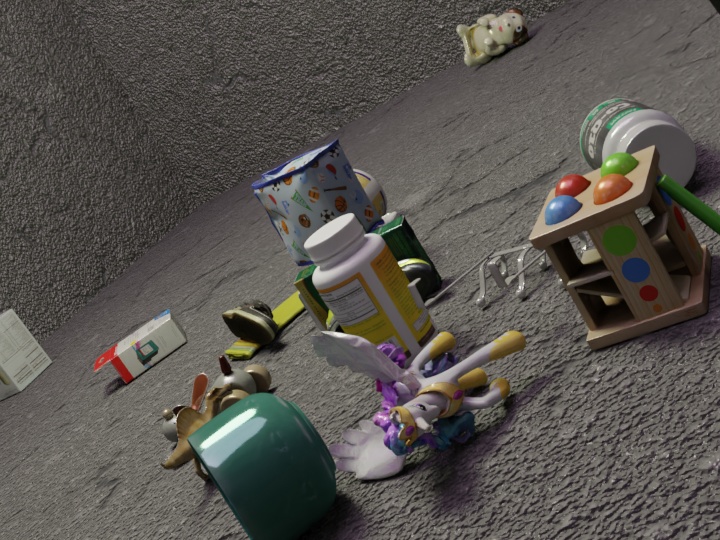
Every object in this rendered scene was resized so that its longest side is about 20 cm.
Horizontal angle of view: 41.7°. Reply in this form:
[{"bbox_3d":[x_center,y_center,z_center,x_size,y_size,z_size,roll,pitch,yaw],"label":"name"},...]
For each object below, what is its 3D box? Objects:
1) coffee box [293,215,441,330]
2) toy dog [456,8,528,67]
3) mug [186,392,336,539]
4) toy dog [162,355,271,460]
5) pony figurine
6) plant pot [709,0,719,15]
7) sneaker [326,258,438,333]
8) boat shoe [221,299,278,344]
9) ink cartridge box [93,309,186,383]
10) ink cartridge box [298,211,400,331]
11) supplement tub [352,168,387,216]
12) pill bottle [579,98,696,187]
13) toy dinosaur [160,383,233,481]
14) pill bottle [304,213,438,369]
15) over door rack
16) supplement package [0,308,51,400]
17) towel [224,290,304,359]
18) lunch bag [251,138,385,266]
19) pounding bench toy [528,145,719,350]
[{"bbox_3d":[0.011,0.016,1.444,0.198,0.124,0.044,-27,19,19],"label":"coffee box"},{"bbox_3d":[0.431,-0.727,2.948,0.192,0.142,0.199,3,-14,-40],"label":"toy dog"},{"bbox_3d":[-0.100,0.205,1.009,0.114,0.153,0.185,-33,14,-15],"label":"mug"},{"bbox_3d":[-0.235,0.194,1.442,0.199,0.097,0.132,-32,14,4],"label":"toy dog"},{"bbox_3d":[0.054,0.126,0.992,0.199,0.169,0.192,-25,14,-40],"label":"pony figurine"},{"bbox_3d":[0.622,-0.372,1.268,0.199,0.178,0.200,-36,14,-10],"label":"plant pot"},{"bbox_3d":[0.031,0.058,1.389,0.199,0.074,0.081,-36,19,20],"label":"sneaker"},{"bbox_3d":[-0.189,0.084,1.691,0.066,0.072,0.200,-42,17,-20],"label":"boat shoe"},{"bbox_3d":[-0.485,0.176,2.086,0.199,0.068,0.116,-35,14,-6],"label":"ink cartridge box"},{"bbox_3d":[0.000,0.000,1.585,0.144,0.084,0.200,-26,16,27],"label":"ink cartridge box"},{"bbox_3d":[-0.041,-0.100,1.872,0.144,0.146,0.200,-24,17,32],"label":"supplement tub"},{"bbox_3d":[0.368,-0.163,1.262,0.112,0.114,0.200,-31,14,8],"label":"pill bottle"},{"bbox_3d":[-0.218,0.235,1.264,0.058,0.102,0.200,-25,17,27],"label":"toy dinosaur"},{"bbox_3d":[0.010,0.030,1.236,0.108,0.201,0.109,-30,15,9],"label":"pill bottle"},{"bbox_3d":[0.177,0.010,1.180,0.199,0.067,0.147,-18,0,-45],"label":"over door rack"},{"bbox_3d":[-1.051,0.253,2.780,0.151,0.201,0.151,-23,18,34],"label":"supplement package"},{"bbox_3d":[-0.157,0.099,1.747,0.200,0.018,0.086,-41,22,-30],"label":"towel"},{"bbox_3d":[-0.082,-0.107,1.595,0.199,0.171,0.124,-18,17,47],"label":"lunch bag"},{"bbox_3d":[0.295,-0.043,0.954,0.199,0.157,0.124,-23,17,32],"label":"pounding bench toy"}]
